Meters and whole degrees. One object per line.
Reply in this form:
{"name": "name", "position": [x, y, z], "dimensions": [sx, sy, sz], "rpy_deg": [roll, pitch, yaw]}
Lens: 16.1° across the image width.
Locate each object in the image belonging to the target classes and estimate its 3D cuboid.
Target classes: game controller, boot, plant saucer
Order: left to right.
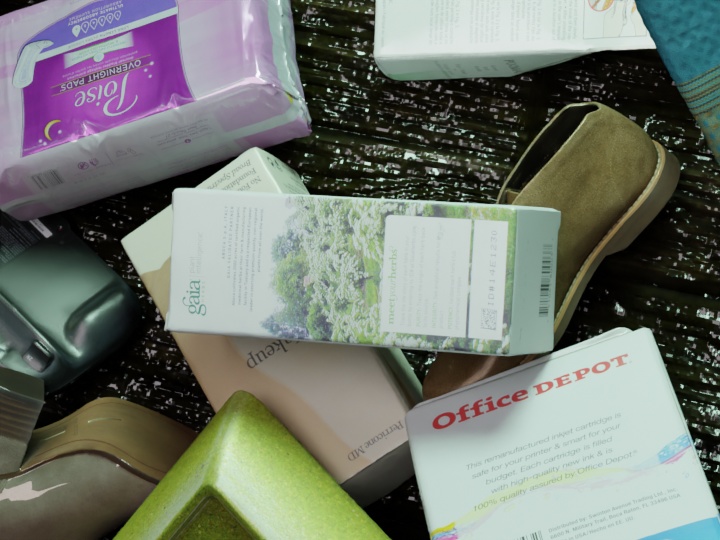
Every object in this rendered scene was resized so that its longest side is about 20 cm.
{"name": "game controller", "position": [-0.225, -0.008, 1.539], "dimensions": [0.104, 0.042, 0.200], "rpy_deg": [-32, 64, -34]}
{"name": "boot", "position": [-0.176, 0.145, 1.491], "dimensions": [0.200, 0.070, 0.146], "rpy_deg": [24, 112, -6]}
{"name": "plant saucer", "position": [-0.064, 0.204, 1.404], "dimensions": [0.200, 0.048, 0.200], "rpy_deg": [46, 117, 12]}
{"name": "boot", "position": [0.088, -0.006, 1.411], "dimensions": [0.200, 0.075, 0.074], "rpy_deg": [-53, 32, -1]}

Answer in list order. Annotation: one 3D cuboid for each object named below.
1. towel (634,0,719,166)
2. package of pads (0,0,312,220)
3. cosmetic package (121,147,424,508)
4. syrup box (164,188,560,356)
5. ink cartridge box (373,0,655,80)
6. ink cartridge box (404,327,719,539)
{"name": "towel", "position": [0.245, -0.110, 1.356], "dimensions": [0.146, 0.022, 0.200], "rpy_deg": [-25, 110, 14]}
{"name": "package of pads", "position": [-0.132, -0.113, 1.513], "dimensions": [0.200, 0.076, 0.121], "rpy_deg": [-17, 58, 15]}
{"name": "cosmetic package", "position": [-0.042, 0.042, 1.463], "dimensions": [0.105, 0.071, 0.200], "rpy_deg": [-36, 70, 10]}
{"name": "syrup box", "position": [0.000, 0.000, 1.367], "dimensions": [0.200, 0.081, 0.079], "rpy_deg": [3, 91, 21]}
{"name": "ink cartridge box", "position": [0.108, -0.196, 1.470], "dimensions": [0.200, 0.050, 0.161], "rpy_deg": [0, 80, 16]}
{"name": "ink cartridge box", "position": [0.113, 0.138, 1.319], "dimensions": [0.144, 0.085, 0.200], "rpy_deg": [-20, 39, 6]}
